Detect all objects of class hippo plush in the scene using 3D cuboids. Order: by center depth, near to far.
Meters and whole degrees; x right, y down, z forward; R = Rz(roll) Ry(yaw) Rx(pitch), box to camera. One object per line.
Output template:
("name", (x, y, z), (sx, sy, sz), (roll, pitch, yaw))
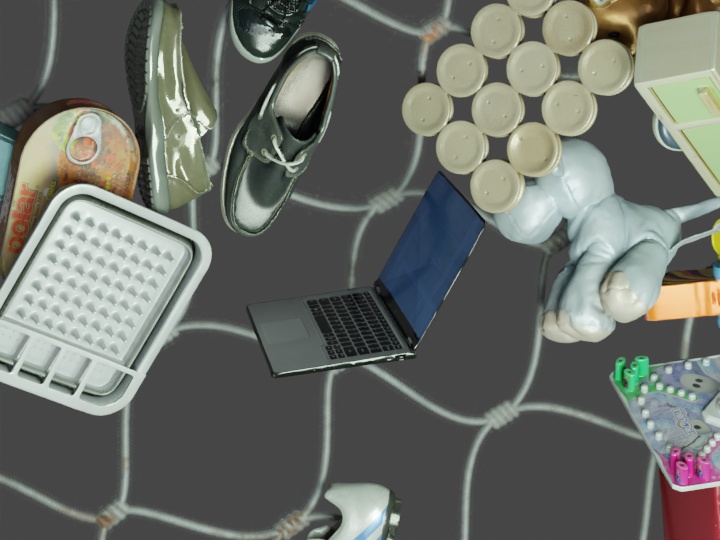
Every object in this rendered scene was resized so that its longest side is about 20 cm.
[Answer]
("hippo plush", (0.210, -0.041, 1.735), (0.200, 0.159, 0.161), (-38, 101, 21))

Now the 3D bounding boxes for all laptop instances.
("laptop", (0.000, 0.000, 1.693), (0.200, 0.187, 0.116), (-8, 108, -8))

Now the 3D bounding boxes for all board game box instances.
("board game box", (0.364, 0.130, 1.798), (0.200, 0.200, 0.026), (-8, 121, -9))

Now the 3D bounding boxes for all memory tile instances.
("memory tile", (0.141, -0.164, 1.699), (0.153, 0.017, 0.200), (48, 111, 16))

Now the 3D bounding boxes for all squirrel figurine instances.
("squirrel figurine", (0.287, -0.271, 1.705), (0.187, 0.142, 0.200), (-6, 102, 2))

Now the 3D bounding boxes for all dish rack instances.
("dish rack", (-0.246, 0.022, 1.688), (0.172, 0.044, 0.200), (25, 103, -33))

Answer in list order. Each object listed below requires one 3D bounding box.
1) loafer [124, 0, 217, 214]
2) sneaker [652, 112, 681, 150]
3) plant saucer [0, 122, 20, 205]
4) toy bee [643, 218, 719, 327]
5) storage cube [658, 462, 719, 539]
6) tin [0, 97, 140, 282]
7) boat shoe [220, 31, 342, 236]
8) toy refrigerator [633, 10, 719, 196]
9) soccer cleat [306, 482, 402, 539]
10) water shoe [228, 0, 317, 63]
("loafer", (-0.168, -0.151, 1.680), (0.070, 0.075, 0.200), (-9, 114, -20))
("sneaker", (0.377, -0.161, 1.769), (0.200, 0.085, 0.075), (-21, 110, -4))
("plant saucer", (-0.351, -0.107, 1.680), (0.200, 0.019, 0.070), (25, 102, -17))
("toy bee", (0.379, 0.023, 1.830), (0.200, 0.109, 0.131), (18, 107, 12))
("storage cube", (0.401, 0.242, 1.849), (0.171, 0.200, 0.180), (-8, 102, -8))
("tin", (-0.266, -0.059, 1.683), (0.112, 0.042, 0.200), (3, 115, -32))
("boat shoe", (-0.074, -0.119, 1.705), (0.072, 0.068, 0.200), (21, 104, -18))
("toy refrigerator", (0.317, -0.142, 1.665), (0.076, 0.070, 0.200), (-8, 148, 30))
("soccer cleat", (-0.016, 0.300, 1.858), (0.086, 0.070, 0.200), (12, 103, 2))
("water shoe", (-0.056, -0.273, 1.651), (0.071, 0.079, 0.200), (24, 102, -17))
